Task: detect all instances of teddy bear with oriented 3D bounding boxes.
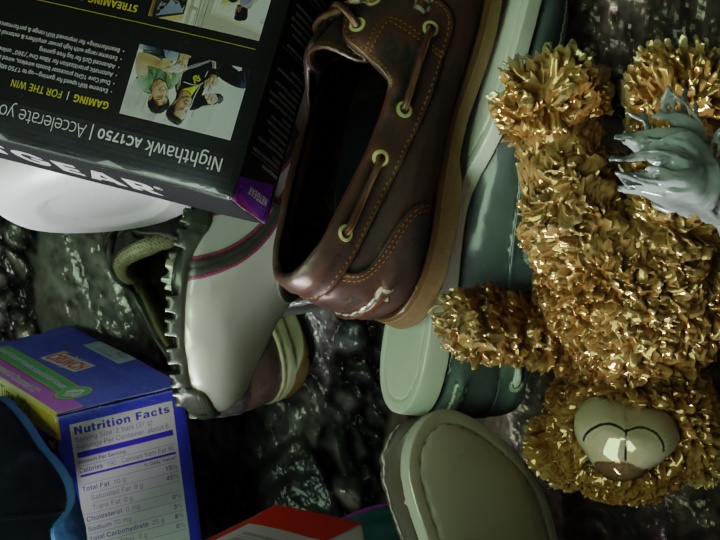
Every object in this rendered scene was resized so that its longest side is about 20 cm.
[{"bbox_3d":[0.104,0.005,0.672,0.067,0.143,0.202,-117,38,-70],"label":"teddy bear"}]

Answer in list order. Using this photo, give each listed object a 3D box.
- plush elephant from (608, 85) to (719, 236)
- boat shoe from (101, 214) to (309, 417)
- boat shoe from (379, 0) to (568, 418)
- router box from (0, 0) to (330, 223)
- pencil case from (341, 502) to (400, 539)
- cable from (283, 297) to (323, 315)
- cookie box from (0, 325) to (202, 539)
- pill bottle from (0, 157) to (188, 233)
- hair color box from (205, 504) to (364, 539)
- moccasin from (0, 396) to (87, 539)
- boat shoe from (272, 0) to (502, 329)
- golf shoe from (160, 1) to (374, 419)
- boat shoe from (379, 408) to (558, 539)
[{"bbox_3d":[0.194,-0.068,0.557,0.198,0.165,0.156,19,80,1],"label":"plush elephant"},{"bbox_3d":[-0.099,-0.016,0.873,0.073,0.065,0.201,-43,77,38],"label":"boat shoe"},{"bbox_3d":[0.061,-0.032,0.728,0.073,0.061,0.202,-156,79,-69],"label":"boat shoe"},{"bbox_3d":[-0.116,-0.118,0.724,0.198,0.051,0.151,15,83,16],"label":"router box"},{"bbox_3d":[0.021,0.220,0.833,0.092,0.085,0.202,1,105,58],"label":"pencil case"},{"bbox_3d":[0.000,0.000,0.794,0.199,0.050,0.098,34,104,31],"label":"cable"},{"bbox_3d":[-0.149,0.147,0.933,0.171,0.075,0.202,16,115,60],"label":"cookie box"},{"bbox_3d":[-0.133,-0.126,0.816,0.112,0.112,0.202,-21,70,43],"label":"pill bottle"},{"bbox_3d":[-0.044,0.221,0.756,0.064,0.110,0.202,3,105,44],"label":"hair color box"},{"bbox_3d":[-0.191,0.105,0.832,0.200,0.068,0.081,5,107,67],"label":"moccasin"},{"bbox_3d":[0.010,-0.080,0.700,0.070,0.070,0.202,-13,64,54],"label":"boat shoe"},{"bbox_3d":[-0.029,-0.026,0.752,0.087,0.077,0.202,16,81,13],"label":"golf shoe"},{"bbox_3d":[0.059,0.141,0.749,0.059,0.072,0.201,0,133,49],"label":"boat shoe"}]
